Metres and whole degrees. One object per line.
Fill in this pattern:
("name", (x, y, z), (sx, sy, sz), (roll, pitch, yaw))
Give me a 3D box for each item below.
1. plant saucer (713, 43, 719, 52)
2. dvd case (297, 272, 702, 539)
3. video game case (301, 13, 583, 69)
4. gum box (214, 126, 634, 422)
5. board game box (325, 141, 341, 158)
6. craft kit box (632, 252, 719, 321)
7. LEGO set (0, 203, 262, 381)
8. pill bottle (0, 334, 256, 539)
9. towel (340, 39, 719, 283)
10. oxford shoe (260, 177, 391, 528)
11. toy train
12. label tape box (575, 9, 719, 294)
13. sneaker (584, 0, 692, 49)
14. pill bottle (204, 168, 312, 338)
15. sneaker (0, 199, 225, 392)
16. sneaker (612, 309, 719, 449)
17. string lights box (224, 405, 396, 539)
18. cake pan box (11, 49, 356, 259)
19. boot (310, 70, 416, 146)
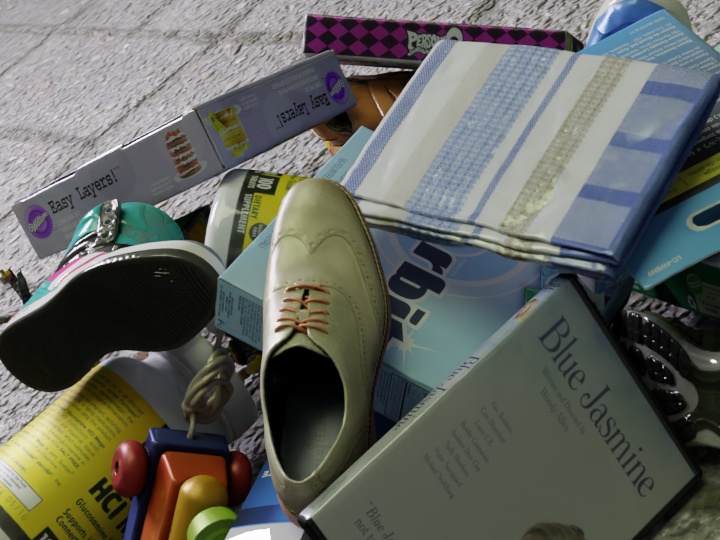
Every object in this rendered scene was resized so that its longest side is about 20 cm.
("plant saucer", (0.295, -0.131, 1.197), (0.200, 0.039, 0.201), (-31, 18, 11))
("dvd case", (0.079, 0.119, 0.908), (0.200, 0.143, 0.018), (-41, 16, -19))
("video game case", (0.070, -0.172, 1.344), (0.198, 0.036, 0.181), (5, 5, 11))
("gum box", (0.041, 0.012, 1.025), (0.199, 0.045, 0.170), (27, 47, 16))
("board game box", (0.030, -0.079, 1.342), (0.094, 0.030, 0.200), (4, 18, -10))
("craft kit box", (0.271, -0.036, 1.015), (0.196, 0.049, 0.200), (-25, 15, -13))
("LEGO set", (-0.158, 0.047, 1.248), (0.198, 0.155, 0.116), (-15, 13, 13))
("pill bottle", (-0.168, 0.132, 1.144), (0.200, 0.113, 0.112), (-42, 29, -19))
("towel", (0.090, -0.067, 0.972), (0.199, 0.024, 0.148), (12, 59, 37))
("oxford shoe", (-0.021, 0.033, 0.924), (0.070, 0.074, 0.202), (-8, 66, 6))
("toy train", (-0.093, 0.134, 1.009), (0.084, 0.202, 0.116), (8, 16, -24))
("label tape box", (0.172, -0.056, 0.994), (0.142, 0.066, 0.200), (-27, 44, -10))
("sneaker", (0.163, -0.082, 1.131), (0.076, 0.201, 0.112), (19, 48, 4))
("pill bottle", (0.000, 0.000, 1.145), (0.198, 0.113, 0.113), (8, 35, 4))
("sneaker", (-0.138, 0.001, 1.097), (0.199, 0.084, 0.121), (-22, 27, 40))
("sneaker", (0.217, 0.064, 0.970), (0.088, 0.078, 0.199), (-8, 15, -28))
("string lights box", (-0.006, 0.134, 1.007), (0.058, 0.103, 0.201), (-9, 34, 31))
("cake pan box", (-0.127, -0.083, 1.235), (0.199, 0.053, 0.184), (-23, 4, 34))
("boot", (0.059, -0.115, 1.293), (0.154, 0.078, 0.199), (-3, 20, -35))
